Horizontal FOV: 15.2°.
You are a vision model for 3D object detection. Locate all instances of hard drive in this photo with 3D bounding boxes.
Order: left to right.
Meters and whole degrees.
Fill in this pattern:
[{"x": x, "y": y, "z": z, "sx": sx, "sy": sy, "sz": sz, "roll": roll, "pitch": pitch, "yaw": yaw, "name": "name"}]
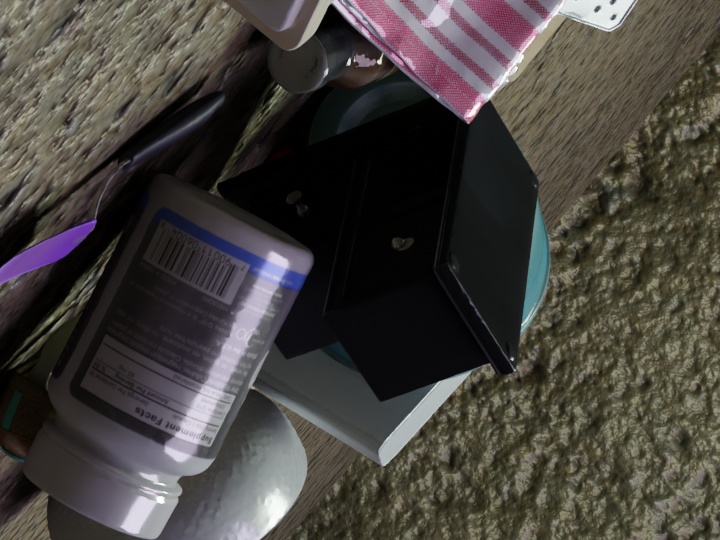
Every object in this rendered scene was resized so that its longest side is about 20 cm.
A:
[{"x": -0.019, "y": 0.050, "z": 2.022, "sx": 0.132, "sy": 0.200, "sz": 0.026, "roll": -46, "pitch": 146, "yaw": -23, "name": "hard drive"}]

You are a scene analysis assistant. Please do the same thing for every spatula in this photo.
[{"x": -0.139, "y": -0.048, "z": 1.529, "sx": 0.200, "sy": 0.021, "sz": 0.057, "roll": -47, "pitch": -176, "yaw": -37, "name": "spatula"}]

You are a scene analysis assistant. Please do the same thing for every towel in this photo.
[{"x": 0.080, "y": -0.204, "z": 1.615, "sx": 0.200, "sy": 0.146, "sz": 0.030, "roll": -51, "pitch": -149, "yaw": -1, "name": "towel"}]

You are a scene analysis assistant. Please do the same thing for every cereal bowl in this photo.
[{"x": -0.143, "y": 0.144, "z": 1.976, "sx": 0.199, "sy": 0.084, "sz": 0.200, "roll": -18, "pitch": -153, "yaw": 10, "name": "cereal bowl"}]

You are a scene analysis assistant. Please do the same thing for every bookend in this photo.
[{"x": 0.000, "y": 0.000, "z": 1.709, "sx": 0.199, "sy": 0.092, "sz": 0.199, "roll": -20, "pitch": -148, "yaw": 23, "name": "bookend"}]

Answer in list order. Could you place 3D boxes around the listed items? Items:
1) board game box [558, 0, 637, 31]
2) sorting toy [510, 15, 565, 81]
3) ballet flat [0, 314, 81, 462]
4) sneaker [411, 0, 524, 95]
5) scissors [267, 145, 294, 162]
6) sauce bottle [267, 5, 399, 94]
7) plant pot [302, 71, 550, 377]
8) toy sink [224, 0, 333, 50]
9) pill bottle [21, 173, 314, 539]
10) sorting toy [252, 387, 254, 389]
[{"x": 0.161, "y": -0.266, "z": 1.801, "sx": 0.200, "sy": 0.026, "sz": 0.200, "roll": 11, "pitch": 118, "yaw": -49, "name": "board game box"}, {"x": 0.129, "y": -0.236, "z": 1.956, "sx": 0.199, "sy": 0.070, "sz": 0.200, "roll": -51, "pitch": 171, "yaw": 11, "name": "sorting toy"}, {"x": -0.165, "y": 0.049, "z": 1.743, "sx": 0.200, "sy": 0.068, "sz": 0.073, "roll": -36, "pitch": 145, "yaw": -46, "name": "ballet flat"}, {"x": 0.076, "y": -0.201, "z": 1.662, "sx": 0.079, "sy": 0.077, "sz": 0.201, "roll": -2, "pitch": 107, "yaw": -49, "name": "sneaker"}, {"x": -0.098, "y": -0.013, "z": 1.938, "sx": 0.073, "sy": 0.014, "sz": 0.200, "roll": -44, "pitch": 169, "yaw": -46, "name": "scissors"}, {"x": 0.000, "y": -0.148, "z": 1.683, "sx": 0.065, "sy": 0.065, "sz": 0.200, "roll": -53, "pitch": 169, "yaw": 24, "name": "sauce bottle"}, {"x": 0.037, "y": -0.048, "z": 1.921, "sx": 0.200, "sy": 0.200, "sz": 0.188, "roll": -47, "pitch": 161, "yaw": -17, "name": "plant pot"}, {"x": -0.027, "y": -0.187, "z": 1.184, "sx": 0.200, "sy": 0.112, "sz": 0.130, "roll": -44, "pitch": 170, "yaw": -36, "name": "toy sink"}, {"x": -0.120, "y": 0.053, "z": 1.643, "sx": 0.201, "sy": 0.113, "sz": 0.114, "roll": -63, "pitch": 171, "yaw": 4, "name": "pill bottle"}, {"x": -0.072, "y": 0.027, "z": 2.211, "sx": 0.185, "sy": 0.036, "sz": 0.200, "roll": -44, "pitch": 165, "yaw": -38, "name": "sorting toy"}]
